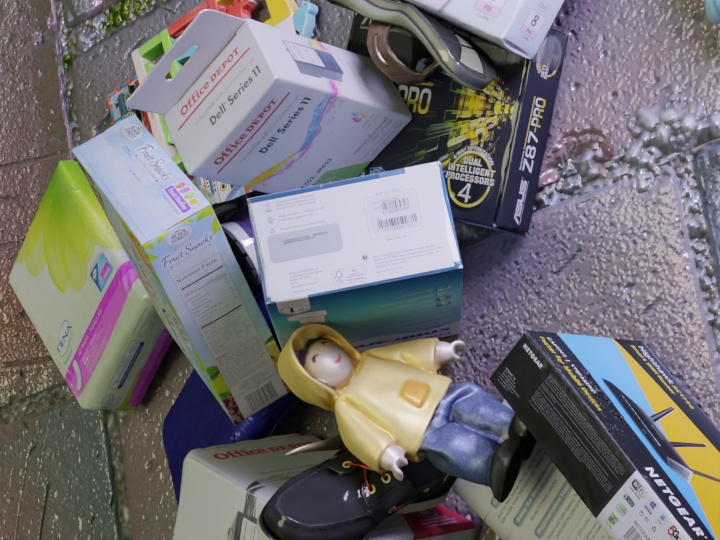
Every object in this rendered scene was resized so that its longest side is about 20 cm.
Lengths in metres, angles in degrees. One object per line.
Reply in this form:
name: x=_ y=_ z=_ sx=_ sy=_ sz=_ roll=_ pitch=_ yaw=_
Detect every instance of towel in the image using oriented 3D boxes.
towel: x=-0.101 y=0.107 z=1.578 sx=0.201 sy=0.049 sz=0.148 roll=-56 pitch=29 yaw=23

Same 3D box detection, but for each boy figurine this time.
boy figurine: x=0.033 y=0.092 z=1.329 sx=0.199 sy=0.125 sz=0.065 roll=24 pitch=147 yaw=18

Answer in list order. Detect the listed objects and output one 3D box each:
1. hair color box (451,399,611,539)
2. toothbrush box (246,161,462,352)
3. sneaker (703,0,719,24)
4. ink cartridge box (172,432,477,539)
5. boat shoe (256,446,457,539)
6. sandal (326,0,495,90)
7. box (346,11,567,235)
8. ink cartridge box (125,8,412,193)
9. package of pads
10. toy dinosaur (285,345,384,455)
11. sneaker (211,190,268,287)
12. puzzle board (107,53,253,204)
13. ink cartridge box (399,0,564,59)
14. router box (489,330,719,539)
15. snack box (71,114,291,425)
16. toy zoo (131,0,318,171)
hair color box: x=0.166 y=0.182 z=1.328 sx=0.200 sy=0.060 sz=0.099 roll=43 pitch=113 yaw=36
toothbrush box: x=0.000 y=0.000 z=1.380 sx=0.145 sy=0.200 sz=0.086 roll=-11 pitch=73 yaw=0
sneaker: x=0.243 y=-0.270 z=1.302 sx=0.082 sy=0.074 sz=0.201 roll=-28 pitch=66 yaw=33
ink cartridge box: x=-0.032 y=0.208 z=1.446 sx=0.199 sy=0.145 sz=0.084 roll=23 pitch=108 yaw=42
boat shoe: x=0.003 y=0.155 z=1.347 sx=0.074 sy=0.201 sz=0.063 roll=43 pitch=127 yaw=27
sandal: x=0.035 y=-0.175 z=1.419 sx=0.201 sy=0.080 sz=0.058 roll=36 pitch=100 yaw=50
box: x=0.064 y=-0.124 z=1.466 sx=0.199 sy=0.049 sz=0.162 roll=14 pitch=91 yaw=43
ink cartridge box: x=-0.071 y=-0.123 z=1.420 sx=0.117 sy=0.199 sz=0.068 roll=-45 pitch=55 yaw=28
package of pads: x=-0.247 y=0.018 z=1.710 sx=0.200 sy=0.068 sz=0.155 roll=53 pitch=127 yaw=34
toy dinosaur: x=0.011 y=0.115 z=1.421 sx=0.058 sy=0.200 sz=0.101 roll=39 pitch=100 yaw=8
sneaker: x=-0.092 y=-0.033 z=1.568 sx=0.076 sy=0.087 sz=0.200 roll=60 pitch=163 yaw=-16
puzzle board: x=-0.171 y=-0.109 z=1.700 sx=0.150 sy=0.017 sz=0.201 roll=-30 pitch=66 yaw=36
ink cartridge box: x=0.114 y=-0.280 z=1.405 sx=0.162 sy=0.057 sz=0.201 roll=32 pitch=99 yaw=44
router box: x=0.198 y=0.129 z=1.246 sx=0.051 sy=0.149 sz=0.200 roll=-53 pitch=54 yaw=24
snack box: x=-0.140 y=-0.001 z=1.454 sx=0.067 sy=0.201 sz=0.169 roll=-32 pitch=40 yaw=-9
toy zoo: x=-0.116 y=-0.188 z=1.643 sx=0.199 sy=0.020 sz=0.132 roll=-30 pitch=66 yaw=28
